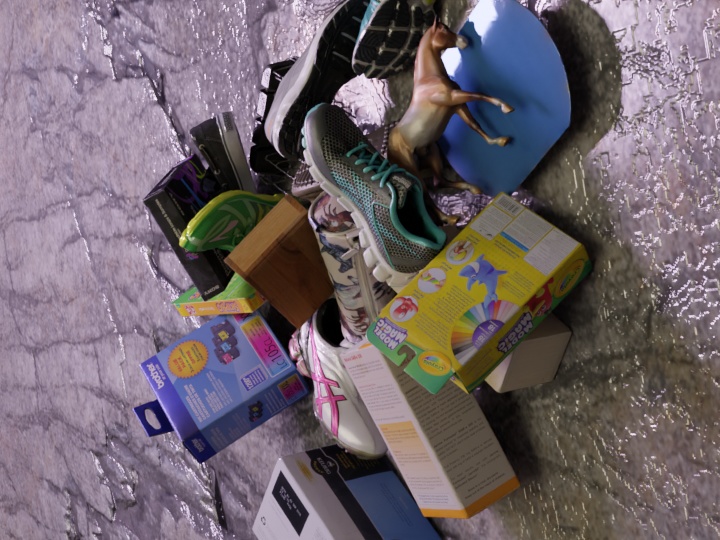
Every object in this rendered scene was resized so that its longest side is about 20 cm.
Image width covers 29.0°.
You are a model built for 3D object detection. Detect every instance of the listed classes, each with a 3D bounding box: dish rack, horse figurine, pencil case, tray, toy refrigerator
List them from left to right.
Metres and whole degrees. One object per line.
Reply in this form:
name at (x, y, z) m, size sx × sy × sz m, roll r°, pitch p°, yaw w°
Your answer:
tray at (-0.074, -0.005, 1.551) m, size 0.099 × 0.200 × 0.037 m, roll -47°, pitch 66°, yaw -3°
dish rack at (-0.059, -0.149, 1.640) m, size 0.200 × 0.054 × 0.154 m, roll 38°, pitch 127°, yaw 42°
pencil case at (0.000, 0.000, 1.504) m, size 0.090 × 0.078 × 0.200 m, roll -92°, pitch -10°, yaw -45°
horse figurine at (0.077, -0.133, 1.380) m, size 0.132 × 0.050 × 0.200 m, roll 38°, pitch 123°, yaw 23°
toy refrigerator at (0.115, 0.038, 1.415) m, size 0.200 × 0.076 × 0.070 m, roll 45°, pitch 131°, yaw 39°

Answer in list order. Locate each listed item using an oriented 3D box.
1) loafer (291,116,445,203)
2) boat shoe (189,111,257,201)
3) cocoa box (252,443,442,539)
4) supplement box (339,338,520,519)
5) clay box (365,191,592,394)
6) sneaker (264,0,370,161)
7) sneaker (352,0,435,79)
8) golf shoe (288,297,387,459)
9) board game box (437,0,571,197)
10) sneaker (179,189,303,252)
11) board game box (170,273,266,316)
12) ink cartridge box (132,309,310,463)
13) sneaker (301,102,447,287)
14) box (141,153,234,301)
loafer at (0.008, -0.106, 1.504) m, size 0.200 × 0.067 × 0.076 m, roll -13°, pitch 42°, yaw 41°
boat shoe at (-0.167, -0.114, 1.716) m, size 0.200 × 0.066 × 0.070 m, roll 79°, pitch 174°, yaw -57°
cocoa box at (-0.010, 0.314, 1.597) m, size 0.200 × 0.131 × 0.134 m, roll 52°, pitch 135°, yaw 35°
supplement box at (0.070, 0.152, 1.438) m, size 0.200 × 0.073 × 0.126 m, roll 62°, pitch 160°, yaw -2°
clay box at (0.110, 0.029, 1.327) m, size 0.115 × 0.200 × 0.048 m, roll 38°, pitch 169°, yaw 39°
sneaker at (-0.047, -0.220, 1.539) m, size 0.200 × 0.074 × 0.079 m, roll -58°, pitch 33°, yaw 2°
sneaker at (0.043, -0.293, 1.467) m, size 0.080 × 0.077 × 0.200 m, roll -114°, pitch 40°, yaw -50°
golf shoe at (-0.019, 0.126, 1.621) m, size 0.200 × 0.072 × 0.092 m, roll 60°, pitch 138°, yaw 27°
board game box at (0.145, -0.170, 1.365) m, size 0.158 × 0.039 × 0.200 m, roll 58°, pitch 141°, yaw 19°
sneaker at (-0.124, -0.045, 1.629) m, size 0.084 × 0.200 × 0.074 m, roll 54°, pitch 127°, yaw 23°
board game box at (-0.161, 0.022, 1.778) m, size 0.200 × 0.095 × 0.030 m, roll -2°, pitch 121°, yaw 53°
ink cartridge box at (-0.183, 0.145, 1.744) m, size 0.137 × 0.200 × 0.076 m, roll 53°, pitch 174°, yaw 33°
sneaker at (0.021, -0.084, 1.370) m, size 0.091 × 0.078 × 0.200 m, roll -26°, pitch 99°, yaw 52°
box at (-0.198, -0.057, 1.716) m, size 0.036 × 0.200 × 0.143 m, roll -27°, pitch 103°, yaw 14°
